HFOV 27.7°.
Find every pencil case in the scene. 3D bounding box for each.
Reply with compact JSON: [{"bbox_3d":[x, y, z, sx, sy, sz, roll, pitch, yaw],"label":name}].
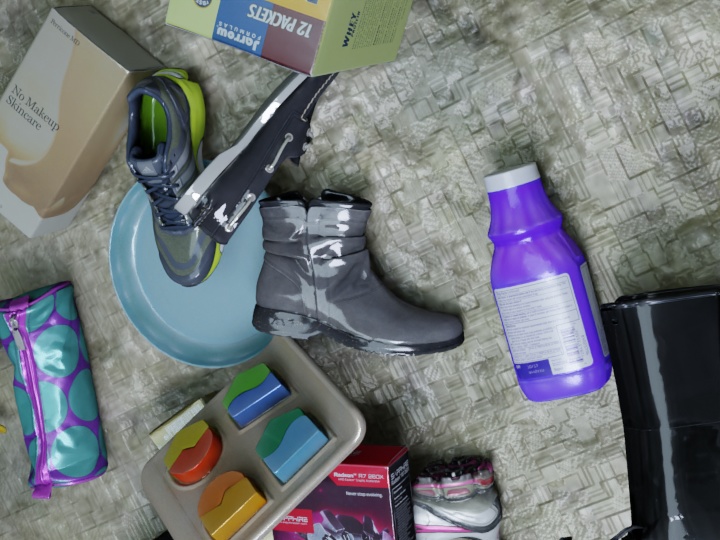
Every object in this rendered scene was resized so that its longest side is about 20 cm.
[{"bbox_3d":[-0.306,0.115,1.434,0.085,0.092,0.201,-7,100,22],"label":"pencil case"}]

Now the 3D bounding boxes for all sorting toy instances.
[{"bbox_3d":[-0.103,0.157,1.275,0.200,0.185,0.036,-48,127,0],"label":"sorting toy"}]

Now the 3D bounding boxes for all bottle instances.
[{"bbox_3d":[0.154,0.009,1.248,0.083,0.065,0.201,-14,96,26],"label":"bottle"}]

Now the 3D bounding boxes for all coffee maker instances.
[{"bbox_3d":[0.252,0.115,1.169,0.135,0.191,0.201,-15,83,64],"label":"coffee maker"}]

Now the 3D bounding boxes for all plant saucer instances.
[{"bbox_3d":[-0.146,-0.008,1.381,0.199,0.027,0.201,4,102,20],"label":"plant saucer"}]

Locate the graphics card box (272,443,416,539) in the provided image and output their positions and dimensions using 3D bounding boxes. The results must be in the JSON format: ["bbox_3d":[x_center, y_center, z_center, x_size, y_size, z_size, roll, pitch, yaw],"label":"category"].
[{"bbox_3d":[-0.013,0.254,1.294,0.125,0.051,0.201,0,105,24],"label":"graphics card box"}]

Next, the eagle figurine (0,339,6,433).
[{"bbox_3d":[-0.428,0.137,1.466,0.152,0.151,0.201,39,129,40],"label":"eagle figurine"}]

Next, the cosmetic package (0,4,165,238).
[{"bbox_3d":[-0.285,-0.141,1.381,0.105,0.071,0.200,38,112,10],"label":"cosmetic package"}]

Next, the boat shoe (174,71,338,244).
[{"bbox_3d":[-0.078,-0.111,1.284,0.060,0.074,0.200,42,77,-8],"label":"boat shoe"}]

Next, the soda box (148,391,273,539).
[{"bbox_3d":[-0.114,0.215,1.387,0.064,0.068,0.200,-35,87,5],"label":"soda box"}]

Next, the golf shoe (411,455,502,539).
[{"bbox_3d":[0.032,0.228,1.338,0.199,0.073,0.092,-8,100,22],"label":"golf shoe"}]

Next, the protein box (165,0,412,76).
[{"bbox_3d":[-0.036,-0.278,1.186,0.135,0.200,0.199,22,108,15],"label":"protein box"}]

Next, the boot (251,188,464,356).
[{"bbox_3d":[0.000,0.000,1.294,0.199,0.070,0.132,8,100,4],"label":"boot"}]

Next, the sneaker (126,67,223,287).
[{"bbox_3d":[-0.177,-0.082,1.318,0.074,0.081,0.201,-9,94,22],"label":"sneaker"}]

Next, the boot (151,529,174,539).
[{"bbox_3d":[-0.153,0.313,1.393,0.144,0.072,0.200,52,152,3],"label":"boot"}]
